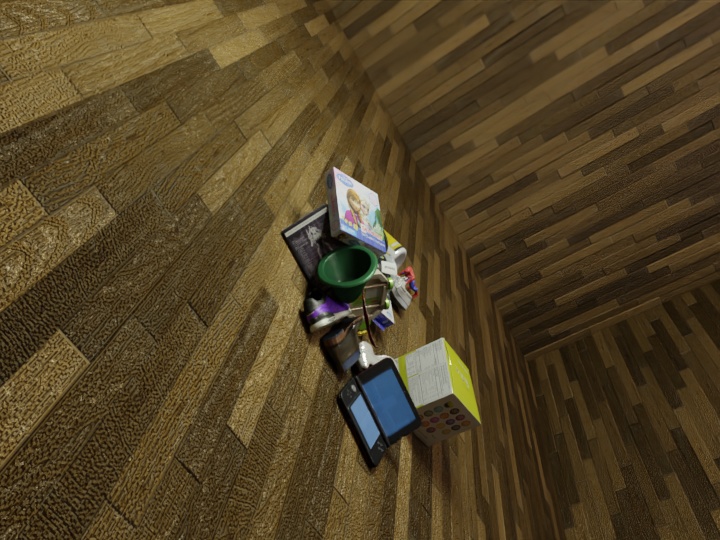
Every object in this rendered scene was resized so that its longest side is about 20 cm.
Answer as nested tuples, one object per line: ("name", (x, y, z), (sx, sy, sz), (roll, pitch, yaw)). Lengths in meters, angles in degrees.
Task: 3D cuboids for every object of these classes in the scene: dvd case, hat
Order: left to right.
("dvd case", (-0.102, -0.054, 1.513), (0.204, 0.146, 0.016), (61, -20, -9))
("hat", (-0.025, 0.064, 1.490), (0.203, 0.159, 0.181), (-74, 160, -51))

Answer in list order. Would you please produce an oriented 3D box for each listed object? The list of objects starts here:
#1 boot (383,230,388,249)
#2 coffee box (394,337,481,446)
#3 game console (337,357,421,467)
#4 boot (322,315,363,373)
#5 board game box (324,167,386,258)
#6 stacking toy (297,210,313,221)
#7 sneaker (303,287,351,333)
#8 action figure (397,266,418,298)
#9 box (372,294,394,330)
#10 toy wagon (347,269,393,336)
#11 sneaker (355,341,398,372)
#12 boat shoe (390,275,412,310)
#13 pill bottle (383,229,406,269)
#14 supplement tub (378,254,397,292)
("boot", (-0.006, -0.114, 1.670), (0.215, 0.078, 0.158), (59, 30, -7))
("coffee box", (0.230, 0.372, 1.726), (0.200, 0.194, 0.204), (47, 26, -36))
("game console", (0.052, 0.353, 1.422), (0.205, 0.116, 0.172), (63, 20, -1))
("boot", (-0.035, 0.189, 1.487), (0.199, 0.073, 0.100), (-32, 106, -61))
("board game box", (-0.013, -0.158, 1.574), (0.197, 0.040, 0.206), (23, 50, -46))
("stacking toy", (-0.107, -0.084, 1.620), (0.200, 0.083, 0.088), (47, 24, -54))
("sneaker", (-0.088, 0.089, 1.454), (0.102, 0.068, 0.199), (63, 19, 5))
("action figure", (0.169, 0.049, 2.166), (0.202, 0.096, 0.067), (73, -2, -61))
("box", (0.053, 0.084, 1.768), (0.119, 0.041, 0.205), (42, 29, -44))
("toy wagon", (0.011, 0.094, 1.598), (0.040, 0.150, 0.206), (-128, -142, -48))
("sneaker", (0.043, 0.274, 1.556), (0.198, 0.074, 0.089), (33, 28, -40))
("boat shoe", (0.132, 0.052, 1.986), (0.074, 0.087, 0.203), (20, -23, 47))
("pill bottle", (0.052, -0.085, 1.877), (0.200, 0.113, 0.111), (43, 14, 21))
("supplement tub", (0.000, 0.000, 1.635), (0.195, 0.123, 0.126), (11, 51, -35))
